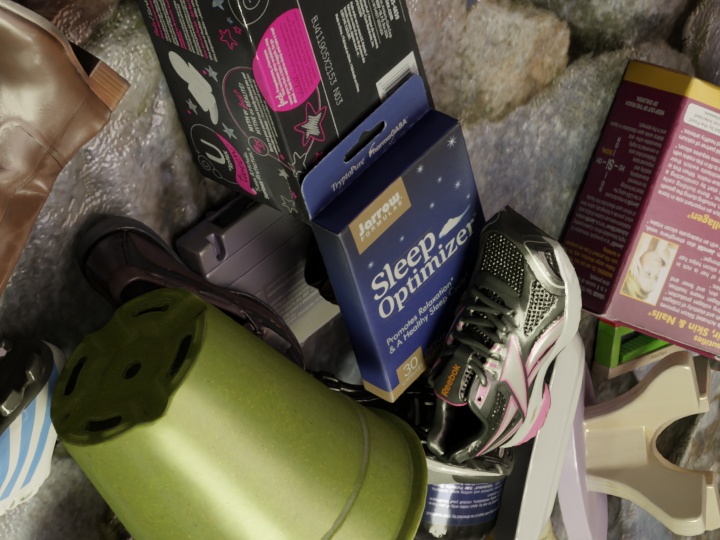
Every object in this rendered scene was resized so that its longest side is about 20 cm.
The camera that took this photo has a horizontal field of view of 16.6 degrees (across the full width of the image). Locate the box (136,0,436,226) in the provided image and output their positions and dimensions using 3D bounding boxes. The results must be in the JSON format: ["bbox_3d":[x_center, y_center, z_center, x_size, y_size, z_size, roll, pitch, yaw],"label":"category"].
[{"bbox_3d":[-0.050,-0.155,1.574,0.132,0.115,0.200,-43,138,-25],"label":"box"}]

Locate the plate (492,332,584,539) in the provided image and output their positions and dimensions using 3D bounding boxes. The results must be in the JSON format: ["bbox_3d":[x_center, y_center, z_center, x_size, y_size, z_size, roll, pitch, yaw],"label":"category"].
[{"bbox_3d":[0.132,0.106,1.870,0.032,0.200,0.200,10,106,-7],"label":"plate"}]

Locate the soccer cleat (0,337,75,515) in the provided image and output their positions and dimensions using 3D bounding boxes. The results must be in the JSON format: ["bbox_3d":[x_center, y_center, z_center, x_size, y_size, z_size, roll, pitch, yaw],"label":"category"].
[{"bbox_3d":[-0.240,0.136,1.552,0.200,0.070,0.086,-53,138,-14],"label":"soccer cleat"}]

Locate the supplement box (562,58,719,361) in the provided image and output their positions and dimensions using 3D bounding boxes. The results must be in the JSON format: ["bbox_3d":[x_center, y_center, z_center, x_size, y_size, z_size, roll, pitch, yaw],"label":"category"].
[{"bbox_3d":[0.251,-0.047,1.935,0.131,0.103,0.200,20,93,-26],"label":"supplement box"}]

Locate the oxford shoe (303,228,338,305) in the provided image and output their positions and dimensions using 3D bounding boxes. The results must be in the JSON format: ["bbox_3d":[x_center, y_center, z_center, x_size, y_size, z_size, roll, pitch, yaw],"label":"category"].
[{"bbox_3d":[0.000,0.000,1.711,0.084,0.073,0.200,-26,130,-11],"label":"oxford shoe"}]

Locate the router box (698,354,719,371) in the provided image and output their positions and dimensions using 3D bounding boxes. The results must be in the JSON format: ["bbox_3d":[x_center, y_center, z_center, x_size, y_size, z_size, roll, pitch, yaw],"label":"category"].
[{"bbox_3d":[0.339,-0.007,2.023,0.179,0.049,0.200,179,-75,-86],"label":"router box"}]

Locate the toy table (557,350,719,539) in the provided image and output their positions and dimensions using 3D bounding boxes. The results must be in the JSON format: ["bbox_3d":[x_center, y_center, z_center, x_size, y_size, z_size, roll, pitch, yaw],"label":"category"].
[{"bbox_3d":[0.222,0.143,1.989,0.200,0.117,0.184,68,22,-50],"label":"toy table"}]

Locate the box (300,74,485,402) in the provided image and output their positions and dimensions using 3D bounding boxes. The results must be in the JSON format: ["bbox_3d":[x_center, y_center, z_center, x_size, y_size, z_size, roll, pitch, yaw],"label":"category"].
[{"bbox_3d":[0.030,-0.020,1.630,0.121,0.032,0.200,-44,139,-24],"label":"box"}]

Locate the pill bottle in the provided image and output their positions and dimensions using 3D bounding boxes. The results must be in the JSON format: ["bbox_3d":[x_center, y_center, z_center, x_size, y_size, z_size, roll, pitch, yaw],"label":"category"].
[{"bbox_3d":[0.057,0.138,1.847,0.112,0.112,0.200,-6,113,-46],"label":"pill bottle"}]

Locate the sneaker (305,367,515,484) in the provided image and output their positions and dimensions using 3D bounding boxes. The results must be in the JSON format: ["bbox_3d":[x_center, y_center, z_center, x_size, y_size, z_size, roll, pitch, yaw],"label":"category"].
[{"bbox_3d":[0.011,0.121,1.761,0.079,0.200,0.074,101,-3,-46],"label":"sneaker"}]

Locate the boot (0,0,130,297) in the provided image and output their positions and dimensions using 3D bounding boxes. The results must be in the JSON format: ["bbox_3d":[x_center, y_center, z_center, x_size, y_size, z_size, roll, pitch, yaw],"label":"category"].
[{"bbox_3d":[-0.241,-0.064,1.461,0.200,0.064,0.186,-57,138,-2],"label":"boot"}]

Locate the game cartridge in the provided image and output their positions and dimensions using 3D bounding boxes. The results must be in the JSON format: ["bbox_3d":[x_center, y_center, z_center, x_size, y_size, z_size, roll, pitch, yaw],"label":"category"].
[{"bbox_3d":[-0.037,-0.022,1.724,0.200,0.038,0.130,-38,138,-28],"label":"game cartridge"}]

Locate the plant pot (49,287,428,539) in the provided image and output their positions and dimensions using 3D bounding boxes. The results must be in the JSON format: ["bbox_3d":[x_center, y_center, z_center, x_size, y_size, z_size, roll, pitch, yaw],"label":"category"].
[{"bbox_3d":[-0.090,0.113,1.555,0.200,0.200,0.190,-52,126,-15],"label":"plant pot"}]

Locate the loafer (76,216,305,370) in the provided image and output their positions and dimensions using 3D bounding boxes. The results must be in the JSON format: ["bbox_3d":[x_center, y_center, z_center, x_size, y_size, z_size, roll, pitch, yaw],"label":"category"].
[{"bbox_3d":[-0.107,0.040,1.624,0.072,0.063,0.200,-45,128,10],"label":"loafer"}]

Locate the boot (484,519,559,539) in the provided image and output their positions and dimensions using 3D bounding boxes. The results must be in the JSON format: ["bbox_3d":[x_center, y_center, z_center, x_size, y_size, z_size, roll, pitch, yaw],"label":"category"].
[{"bbox_3d":[0.096,0.280,1.999,0.200,0.073,0.155,-50,144,-10],"label":"boot"}]

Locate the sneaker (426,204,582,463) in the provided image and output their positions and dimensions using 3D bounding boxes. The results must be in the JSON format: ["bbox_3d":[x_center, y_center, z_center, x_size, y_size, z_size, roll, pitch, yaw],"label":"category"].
[{"bbox_3d":[0.089,0.055,1.659,0.086,0.080,0.200,-30,136,-37],"label":"sneaker"}]

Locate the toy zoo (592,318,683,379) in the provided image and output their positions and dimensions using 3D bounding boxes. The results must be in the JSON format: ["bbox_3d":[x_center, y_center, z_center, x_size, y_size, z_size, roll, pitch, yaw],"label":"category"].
[{"bbox_3d":[0.252,-0.019,2.050,0.131,0.020,0.200,-18,122,-41],"label":"toy zoo"}]
